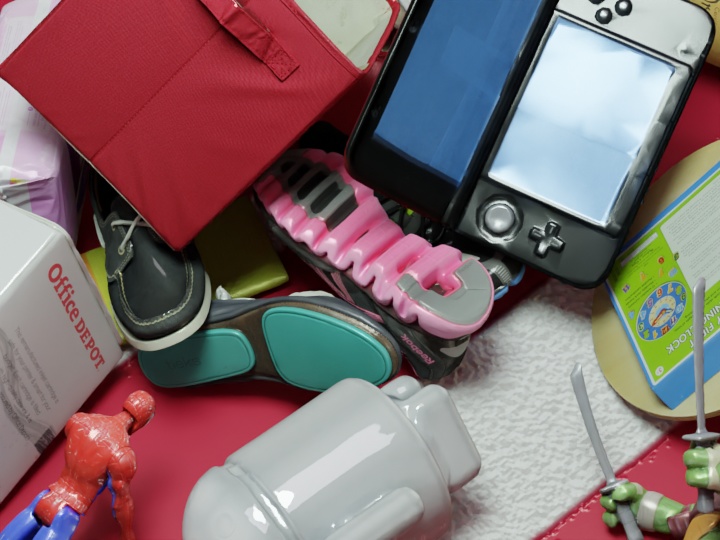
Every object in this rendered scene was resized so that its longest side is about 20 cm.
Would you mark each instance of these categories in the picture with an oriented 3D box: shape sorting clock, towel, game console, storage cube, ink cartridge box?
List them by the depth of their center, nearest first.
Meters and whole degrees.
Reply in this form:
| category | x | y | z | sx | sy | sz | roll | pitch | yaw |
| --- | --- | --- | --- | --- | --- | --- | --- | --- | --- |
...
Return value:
| category | x | y | z | sx | sy | sz | roll | pitch | yaw |
| --- | --- | --- | --- | --- | --- | --- | --- | --- | --- |
| game console | 0.111 | -0.112 | 1.259 | 0.171 | 0.119 | 0.201 | 25 | 90 | 13 |
| ink cartridge box | -0.256 | 0.071 | 1.259 | 0.083 | 0.146 | 0.200 | 25 | 63 | 27 |
| shape sorting clock | 0.230 | 0.003 | 1.272 | 0.199 | 0.039 | 0.201 | -33 | 40 | 31 |
| storage cube | -0.101 | -0.154 | 1.316 | 0.180 | 0.171 | 0.200 | -42 | 11 | 21 |
| towel | -0.155 | 0.014 | 1.389 | 0.199 | 0.018 | 0.086 | -21 | 54 | -9 |

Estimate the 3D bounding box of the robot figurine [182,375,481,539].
| category | x | y | z | sx | sy | sz | roll | pitch | yaw |
| --- | --- | --- | --- | --- | --- | --- | --- | --- | --- |
| robot figurine | -0.024 | 0.143 | 1.198 | 0.199 | 0.114 | 0.169 | -33 | 14 | -18 |

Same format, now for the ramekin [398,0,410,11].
| category | x | y | z | sx | sy | sz | roll | pitch | yaw |
| --- | --- | --- | --- | --- | --- | --- | --- | --- | --- |
| ramekin | 0.114 | -0.248 | 1.369 | 0.201 | 0.204 | 0.094 | 12 | 26 | 18 |

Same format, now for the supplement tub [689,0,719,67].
| category | x | y | z | sx | sy | sz | roll | pitch | yaw |
| --- | --- | --- | --- | --- | --- | --- | --- | --- | --- |
| supplement tub | 0.264 | -0.225 | 1.440 | 0.199 | 0.145 | 0.145 | 27 | 59 | 27 |

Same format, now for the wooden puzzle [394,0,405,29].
| category | x | y | z | sx | sy | sz | roll | pitch | yaw |
| --- | --- | --- | --- | --- | --- | --- | --- | --- | --- |
| wooden puzzle | 0.064 | -0.230 | 1.503 | 0.184 | 0.047 | 0.201 | 21 | 43 | 3 |

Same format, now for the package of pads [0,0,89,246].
| category | x | y | z | sx | sy | sz | roll | pitch | yaw |
| --- | --- | --- | --- | --- | --- | --- | --- | --- | --- |
| package of pads | -0.231 | -0.087 | 1.397 | 0.075 | 0.121 | 0.201 | 3 | 44 | -1 |

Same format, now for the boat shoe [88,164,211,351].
| category | x | y | z | sx | sy | sz | roll | pitch | yaw |
| --- | --- | --- | --- | --- | --- | --- | --- | --- | --- |
| boat shoe | -0.148 | -0.019 | 1.334 | 0.071 | 0.068 | 0.201 | -24 | 37 | 4 |

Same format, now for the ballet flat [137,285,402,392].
| category | x | y | z | sx | sy | sz | roll | pitch | yaw |
| --- | --- | --- | --- | --- | --- | --- | --- | --- | --- |
| ballet flat | -0.054 | 0.040 | 1.303 | 0.198 | 0.073 | 0.073 | -3 | 47 | 29 |

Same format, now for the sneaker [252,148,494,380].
| category | x | y | z | sx | sy | sz | roll | pitch | yaw |
| --- | --- | --- | --- | --- | --- | --- | --- | --- | --- |
| sneaker | 0.000 | 0.000 | 1.321 | 0.079 | 0.096 | 0.200 | -34 | 61 | -29 |

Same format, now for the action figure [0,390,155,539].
| category | x | y | z | sx | sy | sz | roll | pitch | yaw |
| --- | --- | --- | --- | --- | --- | --- | --- | --- | --- |
| action figure | -0.184 | 0.164 | 1.245 | 0.065 | 0.099 | 0.201 | 35 | 85 | 28 |

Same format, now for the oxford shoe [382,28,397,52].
| category | x | y | z | sx | sy | sz | roll | pitch | yaw |
| --- | --- | --- | --- | --- | --- | --- | --- | --- | --- |
| oxford shoe | -0.042 | -0.142 | 1.466 | 0.199 | 0.071 | 0.074 | -24 | 54 | -11 |

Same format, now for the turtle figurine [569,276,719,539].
| category | x | y | z | sx | sy | sz | roll | pitch | yaw |
| --- | --- | --- | --- | --- | --- | --- | --- | --- | --- |
| turtle figurine | 0.170 | 0.144 | 1.155 | 0.143 | 0.200 | 0.195 | -10 | 44 | 47 |

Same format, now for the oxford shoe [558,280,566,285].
| category | x | y | z | sx | sy | sz | roll | pitch | yaw |
| --- | --- | --- | --- | --- | --- | --- | --- | --- | --- |
| oxford shoe | 0.091 | -0.069 | 1.367 | 0.200 | 0.071 | 0.073 | 42 | 102 | 30 |

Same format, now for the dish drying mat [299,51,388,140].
| category | x | y | z | sx | sy | sz | roll | pitch | yaw |
| --- | --- | --- | --- | --- | --- | --- | --- | --- | --- |
| dish drying mat | 0.045 | -0.120 | 1.433 | 0.198 | 0.018 | 0.078 | 7 | 73 | -3 |

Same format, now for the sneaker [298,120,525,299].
| category | x | y | z | sx | sy | sz | roll | pitch | yaw |
| --- | --- | --- | --- | --- | --- | --- | --- | --- | --- |
| sneaker | 0.025 | -0.037 | 1.360 | 0.199 | 0.083 | 0.071 | 35 | 63 | 30 |
